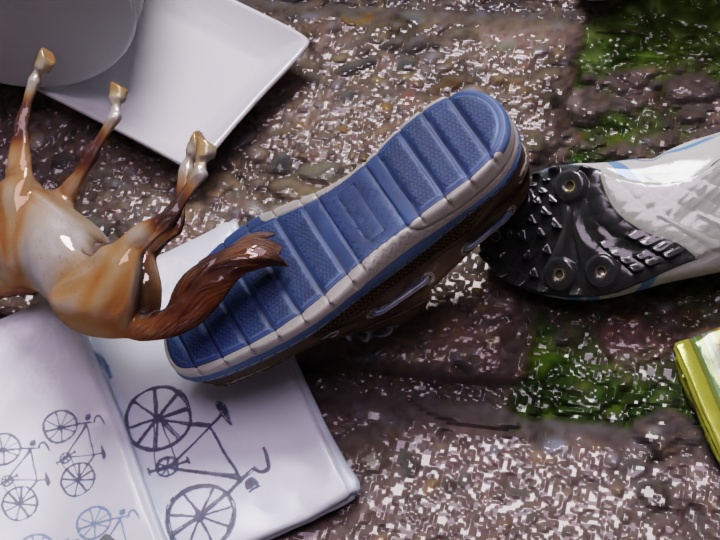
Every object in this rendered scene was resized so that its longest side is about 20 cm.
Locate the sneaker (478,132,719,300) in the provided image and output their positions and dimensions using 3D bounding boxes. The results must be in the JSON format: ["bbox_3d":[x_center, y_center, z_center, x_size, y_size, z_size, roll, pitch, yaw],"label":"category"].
[{"bbox_3d":[0.156,-0.028,0.983,0.198,0.072,0.073,-12,81,15],"label":"sneaker"}]

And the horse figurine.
[{"bbox_3d":[-0.128,-0.020,0.969,0.199,0.050,0.133,29,96,37],"label":"horse figurine"}]

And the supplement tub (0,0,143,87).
[{"bbox_3d":[-0.173,-0.216,1.098,0.131,0.132,0.201,-3,54,7],"label":"supplement tub"}]

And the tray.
[{"bbox_3d":[-0.134,-0.125,1.120,0.199,0.022,0.108,28,62,26],"label":"tray"}]

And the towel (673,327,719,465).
[{"bbox_3d":[0.252,0.044,0.937,0.198,0.018,0.087,-17,59,-4],"label":"towel"}]

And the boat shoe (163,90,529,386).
[{"bbox_3d":[0.000,0.000,0.961,0.199,0.072,0.073,-33,51,7],"label":"boat shoe"}]

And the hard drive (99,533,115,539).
[{"bbox_3d":[-0.135,0.211,0.825,0.200,0.033,0.139,-47,33,-15],"label":"hard drive"}]

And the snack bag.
[{"bbox_3d":[-0.116,0.077,0.971,0.198,0.021,0.189,-22,53,-7],"label":"snack bag"}]
